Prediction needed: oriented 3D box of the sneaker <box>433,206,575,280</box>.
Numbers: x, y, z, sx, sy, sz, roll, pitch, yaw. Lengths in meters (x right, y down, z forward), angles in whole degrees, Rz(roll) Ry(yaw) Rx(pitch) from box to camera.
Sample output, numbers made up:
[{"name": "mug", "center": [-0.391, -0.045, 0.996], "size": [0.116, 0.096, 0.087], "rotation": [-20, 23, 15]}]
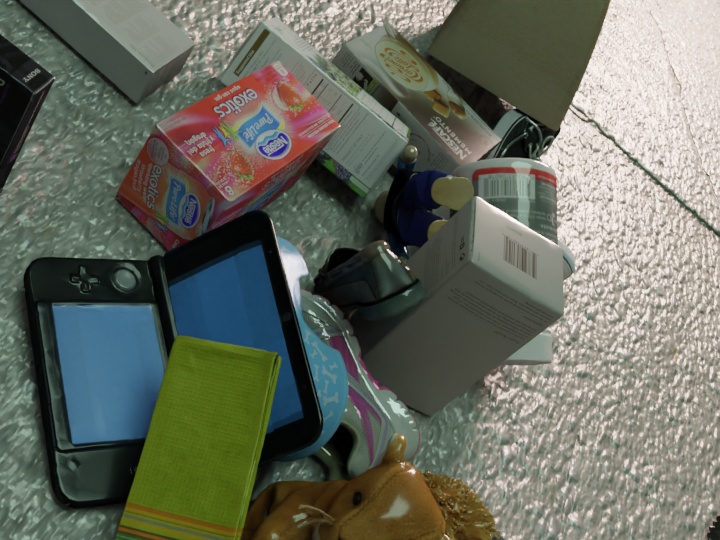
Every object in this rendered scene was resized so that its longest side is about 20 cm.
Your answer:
[{"name": "sneaker", "center": [0.155, -0.020, 1.099], "size": [0.198, 0.073, 0.071], "rotation": [21, 54, -12]}]

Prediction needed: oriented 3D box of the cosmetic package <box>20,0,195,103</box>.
[{"name": "cosmetic package", "center": [-0.269, -0.262, 0.955], "size": [0.200, 0.051, 0.083], "rotation": [42, 39, -3]}]

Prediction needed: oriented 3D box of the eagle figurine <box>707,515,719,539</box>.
[{"name": "eagle figurine", "center": [0.441, 0.342, 1.007], "size": [0.200, 0.149, 0.154], "rotation": [0, 96, -74]}]

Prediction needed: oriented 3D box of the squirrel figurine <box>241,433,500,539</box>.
[{"name": "squirrel figurine", "center": [0.008, 0.188, 0.704], "size": [0.199, 0.187, 0.142], "rotation": [-11, 64, -42]}]

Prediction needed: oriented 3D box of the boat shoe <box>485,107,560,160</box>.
[{"name": "boat shoe", "center": [0.211, -0.165, 1.252], "size": [0.068, 0.074, 0.199], "rotation": [35, 30, 12]}]

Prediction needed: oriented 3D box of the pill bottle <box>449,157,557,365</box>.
[{"name": "pill bottle", "center": [0.149, -0.005, 0.994], "size": [0.113, 0.113, 0.203], "rotation": [7, 79, -35]}]

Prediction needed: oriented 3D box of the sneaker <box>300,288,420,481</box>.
[{"name": "sneaker", "center": [-0.037, 0.100, 0.824], "size": [0.200, 0.081, 0.088], "rotation": [49, 39, 7]}]

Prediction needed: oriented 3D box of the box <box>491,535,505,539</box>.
[{"name": "box", "center": [0.143, 0.347, 0.792], "size": [0.200, 0.048, 0.158], "rotation": [44, 40, -1]}]

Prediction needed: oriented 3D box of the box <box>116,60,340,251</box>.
[{"name": "box", "center": [-0.121, -0.106, 0.910], "size": [0.095, 0.103, 0.200], "rotation": [45, 39, 1]}]

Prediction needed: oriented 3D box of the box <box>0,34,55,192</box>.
[{"name": "box", "center": [-0.344, -0.156, 0.736], "size": [0.199, 0.143, 0.036], "rotation": [39, 40, -7]}]

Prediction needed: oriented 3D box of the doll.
[{"name": "doll", "center": [0.053, -0.057, 0.975], "size": [0.048, 0.200, 0.138], "rotation": [4, 96, -17]}]

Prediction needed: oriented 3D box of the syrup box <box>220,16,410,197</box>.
[{"name": "syrup box", "center": [-0.045, -0.177, 1.031], "size": [0.199, 0.082, 0.079], "rotation": [38, 17, -7]}]

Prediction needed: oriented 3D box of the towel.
[{"name": "towel", "center": [-0.117, 0.145, 0.670], "size": [0.085, 0.018, 0.202], "rotation": [10, 66, 4]}]

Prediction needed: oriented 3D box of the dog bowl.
[{"name": "dog bowl", "center": [-0.085, 0.056, 0.787], "size": [0.049, 0.111, 0.202], "rotation": [26, 37, -58]}]

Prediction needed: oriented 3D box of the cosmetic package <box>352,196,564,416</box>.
[{"name": "cosmetic package", "center": [0.082, 0.040, 0.880], "size": [0.107, 0.200, 0.085], "rotation": [29, 45, -20]}]

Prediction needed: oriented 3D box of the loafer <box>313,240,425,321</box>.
[{"name": "loafer", "center": [0.000, 0.000, 0.856], "size": [0.071, 0.200, 0.063], "rotation": [-28, 100, -16]}]

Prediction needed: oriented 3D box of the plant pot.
[{"name": "plant pot", "center": [0.228, -0.336, 1.277], "size": [0.198, 0.178, 0.200], "rotation": [30, 28, -3]}]

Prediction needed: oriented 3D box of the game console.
[{"name": "game console", "center": [-0.146, 0.059, 0.728], "size": [0.169, 0.118, 0.202], "rotation": [2, 60, -37]}]

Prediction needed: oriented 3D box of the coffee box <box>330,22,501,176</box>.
[{"name": "coffee box", "center": [0.057, -0.184, 1.135], "size": [0.200, 0.080, 0.114], "rotation": [47, 41, 3]}]
